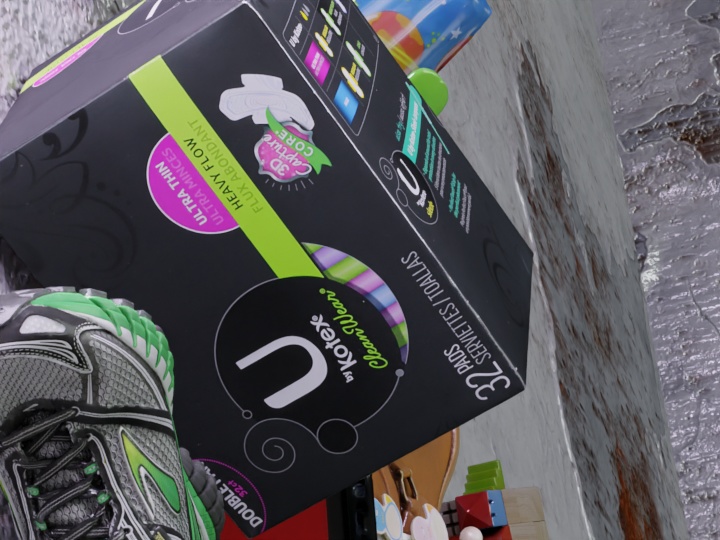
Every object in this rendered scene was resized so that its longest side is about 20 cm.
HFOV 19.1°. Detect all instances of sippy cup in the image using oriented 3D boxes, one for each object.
[{"bbox_3d":[0.000,-0.150,1.262,0.178,0.130,0.140,55,10,13],"label":"sippy cup"}]

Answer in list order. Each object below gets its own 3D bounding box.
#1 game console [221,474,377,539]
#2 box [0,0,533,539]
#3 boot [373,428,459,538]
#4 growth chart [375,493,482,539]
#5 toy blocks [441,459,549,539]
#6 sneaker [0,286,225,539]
[{"bbox_3d":[-0.048,0.178,0.992,0.173,0.118,0.201,96,-9,-58],"label":"game console"},{"bbox_3d":[-0.040,-0.021,0.906,0.200,0.148,0.124,52,21,-19],"label":"box"},{"bbox_3d":[0.007,0.110,1.260,0.155,0.073,0.201,35,41,-66],"label":"boot"},{"bbox_3d":[0.010,0.189,1.147,0.200,0.018,0.145,16,64,-51],"label":"growth chart"},{"bbox_3d":[0.093,0.231,1.497,0.137,0.100,0.201,9,68,-64],"label":"toy blocks"},{"bbox_3d":[-0.099,0.081,0.810,0.200,0.078,0.085,65,18,-44],"label":"sneaker"}]
